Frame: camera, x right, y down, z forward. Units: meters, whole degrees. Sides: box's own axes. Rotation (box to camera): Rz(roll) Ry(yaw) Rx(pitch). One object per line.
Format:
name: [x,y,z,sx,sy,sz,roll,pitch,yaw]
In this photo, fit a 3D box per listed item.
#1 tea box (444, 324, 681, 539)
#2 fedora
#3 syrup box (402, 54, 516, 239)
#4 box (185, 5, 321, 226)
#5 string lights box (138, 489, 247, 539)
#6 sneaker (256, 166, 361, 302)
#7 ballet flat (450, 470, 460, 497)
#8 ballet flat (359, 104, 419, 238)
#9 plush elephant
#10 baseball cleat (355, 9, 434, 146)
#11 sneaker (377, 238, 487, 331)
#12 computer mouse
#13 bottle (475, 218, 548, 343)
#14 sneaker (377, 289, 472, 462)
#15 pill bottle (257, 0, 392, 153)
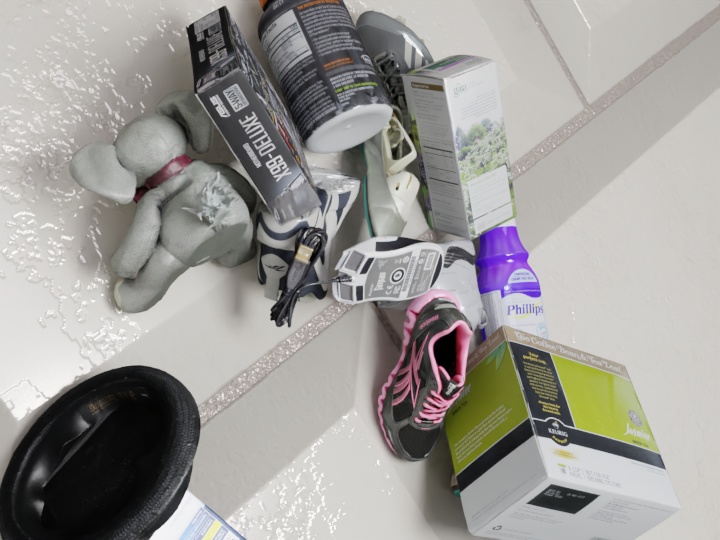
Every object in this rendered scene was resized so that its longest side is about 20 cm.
tea box: [0.216,0.194,1.079,0.200,0.134,0.197,19,42,-29]
fedora: [-0.216,0.187,0.857,0.201,0.200,0.092,-66,147,-26]
syrup box: [0.119,-0.146,1.138,0.079,0.081,0.200,-26,117,-28]
box: [-0.108,-0.158,0.956,0.050,0.200,0.158,-28,124,5]
string lights box: [-0.135,0.309,0.918,0.200,0.059,0.103,45,57,-17]
sneaker: [-0.060,-0.031,1.050,0.079,0.130,0.199,15,25,6]
ballet flat: [0.196,0.260,1.148,0.200,0.068,0.067,28,57,-27]
ballet flat: [0.035,-0.110,1.096,0.067,0.064,0.200,48,29,-51]
plush elephant: [-0.187,-0.079,0.929,0.165,0.200,0.155,-29,77,-28]
baseball cleat: [0.059,-0.223,1.173,0.200,0.070,0.106,41,59,-17]
sneaker: [0.069,0.036,1.111,0.200,0.075,0.115,-15,85,-38]
computer mouse: [0.000,0.000,1.003,0.200,0.044,0.110,-5,122,-37]
bottle: [0.184,0.033,1.194,0.083,0.065,0.200,-1,79,-35]
sneaker: [0.077,0.125,1.051,0.079,0.095,0.200,4,106,-23]
pill bottle: [-0.048,-0.240,1.074,0.106,0.106,0.200,-14,74,-35]
